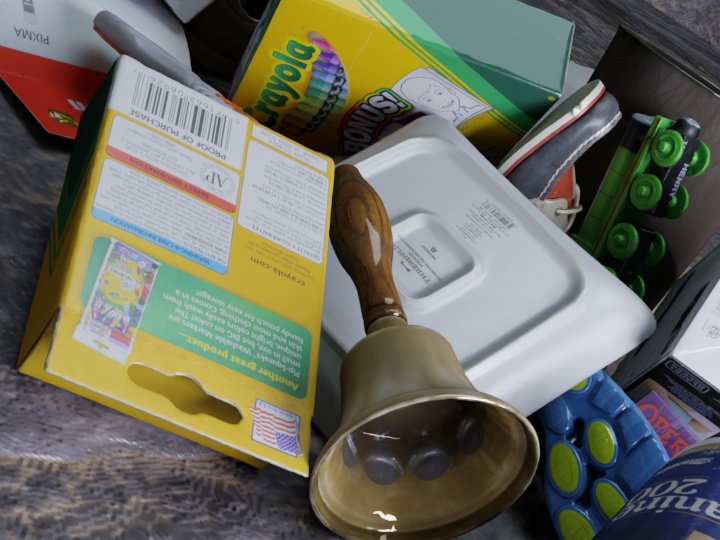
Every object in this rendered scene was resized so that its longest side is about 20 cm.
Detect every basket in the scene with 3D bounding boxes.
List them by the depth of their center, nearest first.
[{"bbox_3d":[0.178,-0.044,0.991,0.136,0.201,0.180,38,16,17],"label":"basket"}]

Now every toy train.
[{"bbox_3d":[0.150,-0.006,0.896,0.041,0.202,0.056,11,18,-43],"label":"toy train"}]

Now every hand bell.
[{"bbox_3d":[0.010,0.021,0.702,0.103,0.104,0.201,20,35,-31],"label":"hand bell"}]

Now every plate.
[{"bbox_3d":[0.030,0.002,0.783,0.199,0.032,0.200,-28,58,-27],"label":"plate"}]

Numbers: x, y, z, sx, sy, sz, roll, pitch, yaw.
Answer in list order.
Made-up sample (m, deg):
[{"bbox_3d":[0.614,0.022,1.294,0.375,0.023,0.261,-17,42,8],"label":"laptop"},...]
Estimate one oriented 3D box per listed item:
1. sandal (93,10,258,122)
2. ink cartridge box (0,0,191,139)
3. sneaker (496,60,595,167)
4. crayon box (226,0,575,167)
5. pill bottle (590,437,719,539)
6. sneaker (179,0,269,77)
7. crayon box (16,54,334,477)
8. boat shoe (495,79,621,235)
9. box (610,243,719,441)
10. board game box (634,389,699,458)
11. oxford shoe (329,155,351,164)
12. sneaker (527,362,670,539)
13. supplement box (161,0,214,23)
[{"bbox_3d":[-0.106,-0.084,0.844,0.079,0.059,0.206,31,7,-46],"label":"sandal"},{"bbox_3d":[-0.169,-0.143,0.918,0.159,0.047,0.200,10,30,-48],"label":"ink cartridge box"},{"bbox_3d":[0.123,-0.117,1.063,0.088,0.076,0.200,40,30,16],"label":"sneaker"},{"bbox_3d":[0.014,-0.117,0.915,0.171,0.200,0.059,18,66,-11],"label":"crayon box"},{"bbox_3d":[0.139,0.157,0.628,0.111,0.111,0.199,40,33,16],"label":"pill bottle"},{"bbox_3d":[-0.057,-0.186,1.133,0.070,0.076,0.199,44,24,25],"label":"sneaker"},{"bbox_3d":[-0.082,0.004,0.675,0.125,0.052,0.201,25,42,-21],"label":"crayon box"},{"bbox_3d":[0.103,-0.040,0.902,0.063,0.200,0.071,45,43,4],"label":"boat shoe"},{"bbox_3d":[0.208,0.042,0.859,0.060,0.117,0.200,36,-15,5],"label":"box"},{"bbox_3d":[0.219,0.165,0.787,0.200,0.032,0.120,53,1,39],"label":"board game box"},{"bbox_3d":[0.000,0.000,0.866,0.073,0.071,0.201,-2,34,-16],"label":"oxford shoe"},{"bbox_3d":[0.120,0.091,0.801,0.201,0.070,0.083,64,3,33],"label":"sneaker"},{"bbox_3d":[-0.132,-0.258,1.041,0.101,0.103,0.200,52,0,-23],"label":"supplement box"}]
